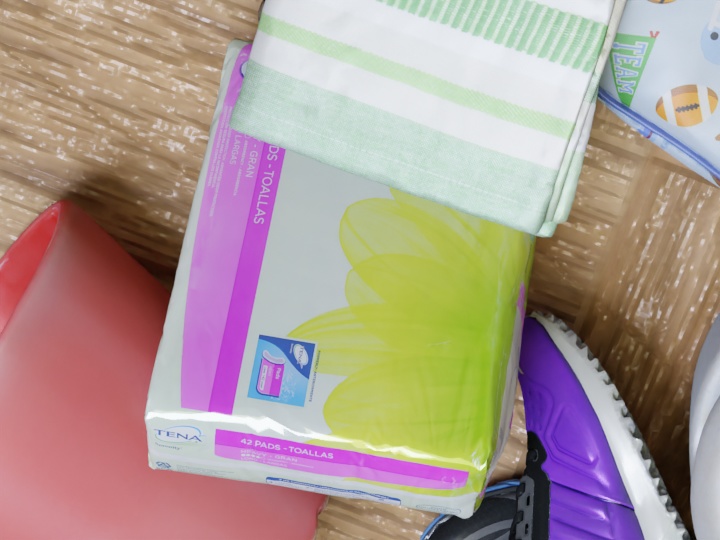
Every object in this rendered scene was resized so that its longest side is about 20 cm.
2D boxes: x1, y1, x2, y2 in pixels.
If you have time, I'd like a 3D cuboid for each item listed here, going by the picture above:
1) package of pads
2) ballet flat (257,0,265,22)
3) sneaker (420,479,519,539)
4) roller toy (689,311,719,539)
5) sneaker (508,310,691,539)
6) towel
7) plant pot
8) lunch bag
[{"bbox_3d":[0.000,0.000,0.962,0.153,0.202,0.068,9,152,2],"label":"package of pads"},{"bbox_3d":[0.037,-0.154,0.955,0.199,0.068,0.046,-21,123,23],"label":"ballet flat"},{"bbox_3d":[0.122,0.159,1.058,0.198,0.083,0.071,18,116,3],"label":"sneaker"},{"bbox_3d":[0.239,0.085,0.983,0.181,0.140,0.201,-23,106,16],"label":"roller toy"},{"bbox_3d":[0.094,0.118,1.008,0.099,0.070,0.201,-27,69,6],"label":"sneaker"},{"bbox_3d":[0.043,-0.130,0.916,0.151,0.023,0.202,20,104,10],"label":"towel"},{"bbox_3d":[-0.122,0.097,1.026,0.177,0.201,0.201,34,112,-14],"label":"plant pot"},{"bbox_3d":[0.192,-0.124,0.950,0.160,0.076,0.201,33,111,-6],"label":"lunch bag"}]
